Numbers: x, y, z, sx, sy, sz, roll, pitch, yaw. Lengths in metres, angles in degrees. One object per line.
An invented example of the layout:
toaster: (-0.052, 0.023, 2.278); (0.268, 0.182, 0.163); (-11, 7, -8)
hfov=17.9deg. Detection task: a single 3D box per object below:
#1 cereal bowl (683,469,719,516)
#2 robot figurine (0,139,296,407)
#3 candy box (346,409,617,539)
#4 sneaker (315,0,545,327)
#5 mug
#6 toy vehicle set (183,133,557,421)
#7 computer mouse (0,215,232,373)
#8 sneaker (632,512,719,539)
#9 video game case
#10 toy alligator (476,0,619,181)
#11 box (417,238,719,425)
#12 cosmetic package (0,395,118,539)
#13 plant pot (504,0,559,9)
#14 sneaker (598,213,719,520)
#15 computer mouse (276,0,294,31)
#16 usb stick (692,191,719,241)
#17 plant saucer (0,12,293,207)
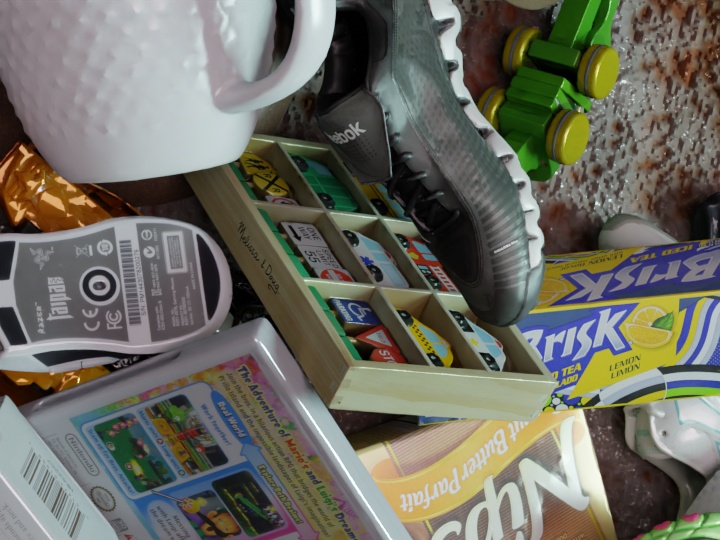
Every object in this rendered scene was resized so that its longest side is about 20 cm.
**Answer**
cereal bowl: (0.271, 0.185, 1.283); (0.200, 0.083, 0.200); (-8, 112, -20)
robot figurine: (-0.130, 0.033, 1.178); (0.200, 0.058, 0.145); (42, 85, -15)
candy box: (0.036, 0.139, 1.243); (0.200, 0.055, 0.116); (-18, 97, -20)
sneaker: (0.022, -0.062, 1.103); (0.090, 0.066, 0.200); (-16, 84, -37)
mug: (-0.093, -0.135, 1.090); (0.148, 0.200, 0.176); (-18, 104, -48)
toy vehicle set: (0.000, 0.000, 1.154); (0.124, 0.200, 0.027); (5, 124, -35)
computer mouse: (-0.162, 0.019, 1.110); (0.200, 0.044, 0.110); (-3, 72, -15)
sneaker: (0.135, 0.208, 1.226); (0.077, 0.200, 0.084); (12, 44, -53)
video game case: (-0.074, 0.130, 1.140); (0.182, 0.024, 0.200); (-20, 116, 25)
toy alligator: (0.118, -0.118, 1.279); (0.200, 0.059, 0.054); (-64, 151, -12)
box: (0.126, 0.031, 1.221); (0.200, 0.070, 0.064); (-5, 115, 5)
cosmetic package: (-0.225, 0.161, 1.103); (0.200, 0.074, 0.102); (-33, 103, 11)
plant pot: (0.033, -0.219, 1.202); (0.201, 0.093, 0.201); (41, 36, -39)
sneaker: (0.181, 0.062, 1.290); (0.080, 0.070, 0.200); (-32, 101, -14)
computer mouse: (-0.007, -0.108, 1.184); (0.046, 0.140, 0.200); (-26, 123, 20)
usb stick: (0.290, -0.024, 1.348); (0.200, 0.033, 0.056); (-4, 98, -20)
plant saucer: (-0.119, -0.134, 1.200); (0.200, 0.034, 0.200); (0, 89, -19)
